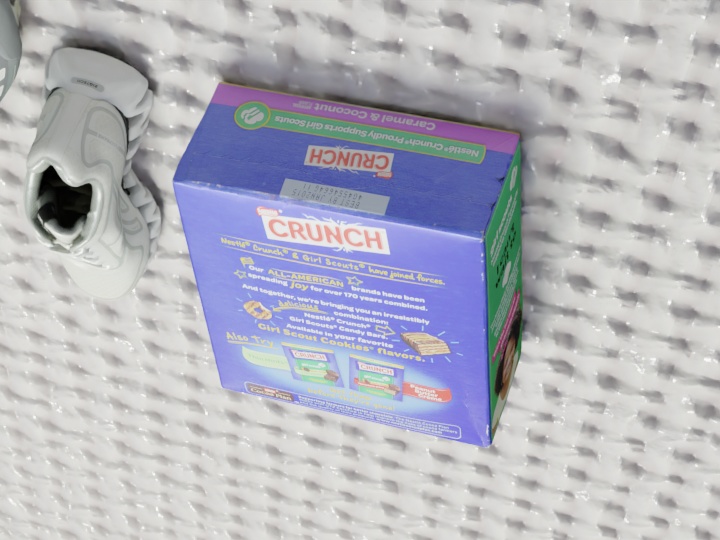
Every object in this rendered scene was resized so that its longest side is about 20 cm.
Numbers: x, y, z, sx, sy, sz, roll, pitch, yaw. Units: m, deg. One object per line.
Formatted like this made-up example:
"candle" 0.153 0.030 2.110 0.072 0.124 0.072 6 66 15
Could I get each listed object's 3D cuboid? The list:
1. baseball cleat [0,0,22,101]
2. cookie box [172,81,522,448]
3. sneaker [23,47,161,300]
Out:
"baseball cleat" -0.234 -0.079 1.051 0.069 0.107 0.200 25 145 -1
"cookie box" 0.000 0.000 1.073 0.170 0.076 0.201 11 146 12
"sneaker" -0.157 -0.036 1.101 0.074 0.082 0.201 13 148 7
